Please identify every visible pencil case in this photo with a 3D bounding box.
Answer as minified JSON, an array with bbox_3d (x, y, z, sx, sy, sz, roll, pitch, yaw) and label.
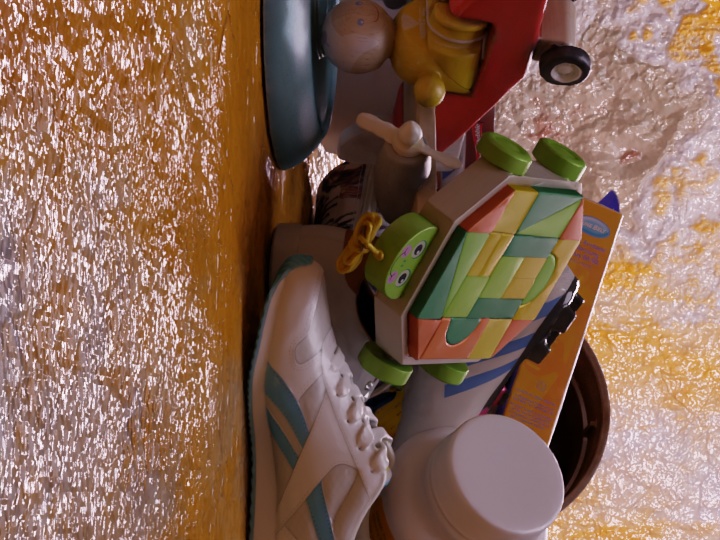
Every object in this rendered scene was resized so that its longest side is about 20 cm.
[{"bbox_3d":[0.000,0.000,1.769,0.200,0.077,0.090,-79,-176,-58],"label":"pencil case"}]

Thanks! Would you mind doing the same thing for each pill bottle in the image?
[{"bbox_3d":[0.039,0.166,1.651,0.200,0.109,0.110,-48,-151,47],"label":"pill bottle"}]

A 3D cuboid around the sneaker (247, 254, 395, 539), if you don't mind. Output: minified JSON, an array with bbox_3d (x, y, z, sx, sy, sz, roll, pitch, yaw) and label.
[{"bbox_3d":[-0.021,0.089,1.564,0.077,0.080,0.202,-60,150,-75],"label":"sneaker"}]

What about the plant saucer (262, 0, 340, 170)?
[{"bbox_3d":[-0.033,-0.161,1.665,0.200,0.027,0.202,1,90,-84],"label":"plant saucer"}]

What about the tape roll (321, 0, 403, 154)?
[{"bbox_3d":[0.010,-0.182,1.873,0.202,0.070,0.204,1,90,-85],"label":"tape roll"}]

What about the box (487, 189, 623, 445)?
[{"bbox_3d":[0.120,0.038,1.850,0.119,0.041,0.201,134,-25,-71],"label":"box"}]

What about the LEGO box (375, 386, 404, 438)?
[{"bbox_3d":[0.058,0.027,1.885,0.200,0.077,0.150,135,-23,-71],"label":"LEGO box"}]

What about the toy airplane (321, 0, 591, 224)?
[{"bbox_3d":[0.034,-0.121,1.662,0.200,0.140,0.200,37,-72,64],"label":"toy airplane"}]

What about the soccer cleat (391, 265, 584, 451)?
[{"bbox_3d":[0.058,0.060,1.737,0.200,0.086,0.070,-54,177,18],"label":"soccer cleat"}]

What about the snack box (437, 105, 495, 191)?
[{"bbox_3d":[0.065,-0.134,1.804,0.072,0.024,0.201,139,-40,-56],"label":"snack box"}]

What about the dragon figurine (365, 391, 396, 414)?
[{"bbox_3d":[-0.007,0.106,1.815,0.200,0.058,0.100,-58,149,-76],"label":"dragon figurine"}]

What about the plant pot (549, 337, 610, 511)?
[{"bbox_3d":[0.086,0.139,2.191,0.198,0.198,0.202,100,-6,-70],"label":"plant pot"}]

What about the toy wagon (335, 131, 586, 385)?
[{"bbox_3d":[0.055,-0.004,1.573,0.200,0.039,0.156,1,121,-59],"label":"toy wagon"}]

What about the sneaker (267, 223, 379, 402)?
[{"bbox_3d":[-0.011,0.068,1.650,0.073,0.084,0.201,-82,173,-60],"label":"sneaker"}]
